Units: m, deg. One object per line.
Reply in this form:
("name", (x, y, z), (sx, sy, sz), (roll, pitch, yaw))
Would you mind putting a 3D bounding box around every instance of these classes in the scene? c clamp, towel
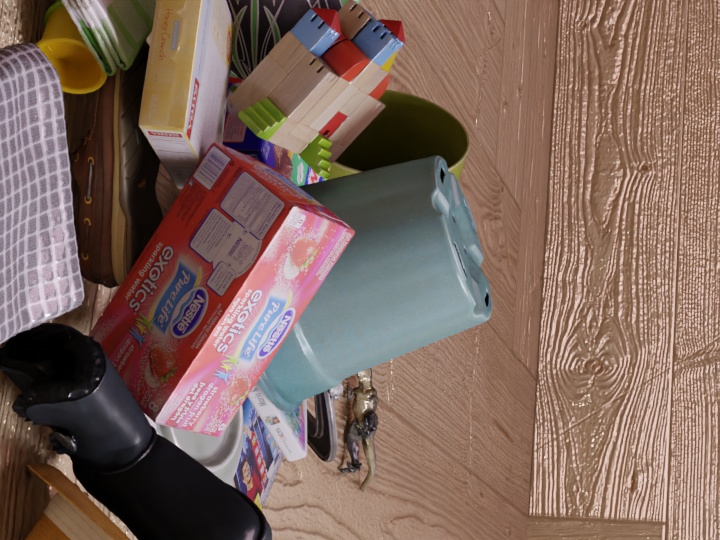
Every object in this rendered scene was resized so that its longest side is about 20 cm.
("c clamp", (-0.057, 0.098, 1.951), (0.200, 0.027, 0.172), (-144, -140, -61))
("towel", (-0.253, -0.042, 1.289), (0.166, 0.085, 0.201), (-45, 134, -68))
("towel", (-0.199, -0.262, 1.454), (0.201, 0.031, 0.149), (61, 30, -25))

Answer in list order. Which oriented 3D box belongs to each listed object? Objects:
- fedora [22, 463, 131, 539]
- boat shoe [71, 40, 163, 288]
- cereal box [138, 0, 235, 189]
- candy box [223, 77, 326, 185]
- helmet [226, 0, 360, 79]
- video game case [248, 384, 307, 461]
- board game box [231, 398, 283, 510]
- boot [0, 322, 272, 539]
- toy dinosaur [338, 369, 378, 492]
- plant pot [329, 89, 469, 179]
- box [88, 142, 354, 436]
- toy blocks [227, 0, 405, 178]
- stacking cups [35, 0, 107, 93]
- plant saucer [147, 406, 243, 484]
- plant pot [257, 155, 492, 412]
("fedora", (-0.193, 0.232, 1.448), (0.082, 0.200, 0.201), (-45, 151, -11))
("boat shoe", (-0.195, -0.084, 1.536), (0.072, 0.067, 0.201), (-19, 112, -66))
("cereal box", (-0.131, -0.152, 1.516), (0.200, 0.039, 0.145), (77, 20, -78))
("candy box", (-0.091, -0.122, 1.907), (0.200, 0.077, 0.170), (71, 24, -55))
("helmet", (-0.086, -0.260, 1.705), (0.200, 0.199, 0.191), (74, 12, -48))
("video game case", (-0.092, 0.039, 1.752), (0.201, 0.024, 0.182), (-93, 161, -48))
("board game box", (-0.125, 0.120, 1.821), (0.200, 0.061, 0.201), (-68, 152, -49))
("boot", (-0.167, 0.130, 1.419), (0.076, 0.200, 0.168), (-48, 141, -18))
("toy dinosaur", (0.002, 0.193, 2.340), (0.088, 0.047, 0.201), (-71, 161, -66))
("plant pot", (0.012, -0.067, 2.160), (0.187, 0.186, 0.201), (-67, 168, -55))
("box", (-0.110, 0.017, 1.515), (0.200, 0.100, 0.095), (-57, 148, 8))
("toy blocks", (-0.023, -0.162, 1.637), (0.137, 0.100, 0.200), (-47, 163, 9))
("stacking cups", (-0.204, -0.227, 1.525), (0.061, 0.060, 0.201), (74, 20, -48))
("plant saucer", (-0.148, 0.118, 1.643), (0.200, 0.050, 0.201), (21, 64, -54))
("plant pot", (0.000, 0.000, 1.697), (0.200, 0.195, 0.201), (-17, 90, -78))
